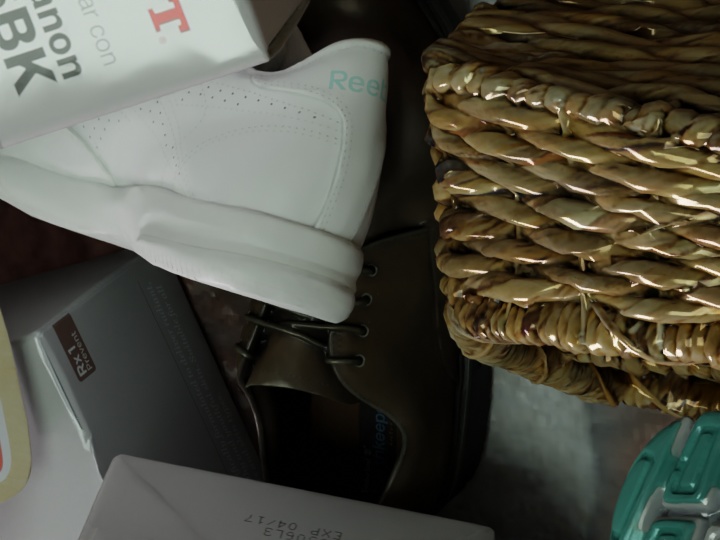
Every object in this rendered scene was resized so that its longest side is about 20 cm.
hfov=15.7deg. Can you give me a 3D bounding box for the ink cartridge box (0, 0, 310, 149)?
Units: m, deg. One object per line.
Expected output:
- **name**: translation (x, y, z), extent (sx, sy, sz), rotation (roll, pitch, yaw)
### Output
- **ink cartridge box**: translation (-0.130, -0.099, 0.663), extent (0.200, 0.083, 0.147), rotation (-17, 106, 13)

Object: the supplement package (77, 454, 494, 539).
- **supplement package**: translation (-0.038, 0.178, 0.780), extent (0.121, 0.120, 0.200), rotation (10, 120, 3)

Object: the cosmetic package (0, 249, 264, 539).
- **cosmetic package**: translation (-0.141, 0.070, 0.892), extent (0.200, 0.090, 0.107), rotation (-14, 106, 29)

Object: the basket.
- **basket**: translation (0.121, 0.007, 0.657), extent (0.200, 0.143, 0.149), rotation (8, 116, 25)

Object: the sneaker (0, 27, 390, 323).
- **sneaker**: translation (-0.056, -0.048, 0.757), extent (0.200, 0.075, 0.089), rotation (19, 91, 48)

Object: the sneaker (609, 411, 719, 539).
- **sneaker**: translation (0.164, 0.084, 0.666), extent (0.200, 0.091, 0.078), rotation (17, 88, 43)

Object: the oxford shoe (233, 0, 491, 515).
- **oxford shoe**: translation (0.000, 0.000, 0.783), extent (0.073, 0.084, 0.200), rotation (8, 116, 26)

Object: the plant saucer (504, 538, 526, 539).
- **plant saucer**: translation (-0.014, 0.113, 0.864), extent (0.200, 0.070, 0.019), rotation (-12, 65, 31)

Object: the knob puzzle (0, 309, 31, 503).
- **knob puzzle**: translation (-0.187, 0.039, 0.762), extent (0.030, 0.219, 0.220), rotation (-148, 39, -66)

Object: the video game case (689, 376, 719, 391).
- **video game case**: translation (0.160, -0.020, 0.725), extent (0.182, 0.024, 0.200), rotation (-12, 108, 32)
